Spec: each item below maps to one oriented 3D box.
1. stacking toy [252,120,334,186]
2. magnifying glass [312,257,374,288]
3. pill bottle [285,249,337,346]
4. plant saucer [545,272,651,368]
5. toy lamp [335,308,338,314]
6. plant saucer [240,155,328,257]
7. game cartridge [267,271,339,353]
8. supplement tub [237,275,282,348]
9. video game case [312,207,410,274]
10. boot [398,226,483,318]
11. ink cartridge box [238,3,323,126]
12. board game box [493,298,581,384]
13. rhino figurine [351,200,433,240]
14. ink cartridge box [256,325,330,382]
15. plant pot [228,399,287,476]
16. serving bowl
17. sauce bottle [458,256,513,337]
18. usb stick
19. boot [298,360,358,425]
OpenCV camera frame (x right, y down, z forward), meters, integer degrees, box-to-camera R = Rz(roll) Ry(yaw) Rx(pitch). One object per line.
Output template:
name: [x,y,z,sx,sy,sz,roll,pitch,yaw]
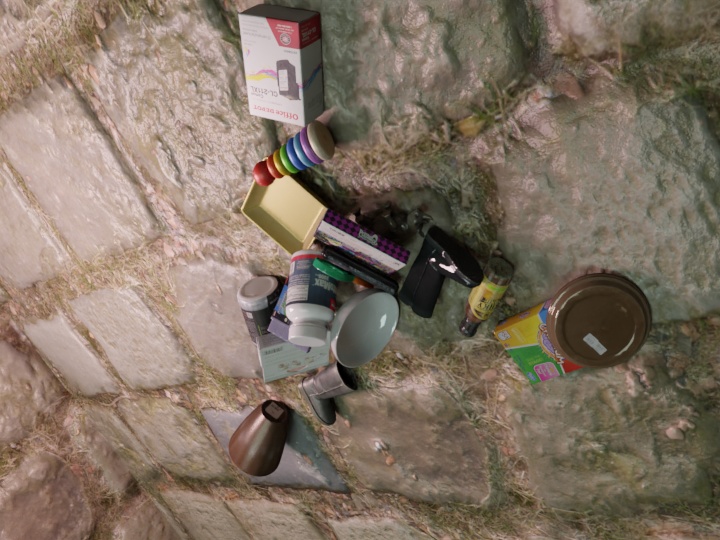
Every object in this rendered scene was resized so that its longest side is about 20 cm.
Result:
stacking toy: [-0.154,-0.242,1.304,0.196,0.086,0.087,-21,111,27]
magnifying glass: [-0.034,0.012,1.393,0.079,0.197,0.023,34,99,39]
pill bottle: [-0.114,0.066,1.421,0.115,0.207,0.120,3,161,1]
plant saucer: [0.460,0.104,1.175,0.193,0.030,0.207,5,113,11]
toy lamp: [-0.075,0.108,1.562,0.195,0.058,0.060,13,129,27]
plant saucer: [-0.171,-0.150,1.441,0.199,0.049,0.201,40,136,2]
game cartridge: [-0.145,0.086,1.529,0.127,0.038,0.205,24,95,10]
supplement tub: [-0.252,0.129,1.650,0.119,0.123,0.205,7,125,29]
video game case: [-0.002,-0.057,1.309,0.196,0.037,0.181,27,169,-6]
boot: [0.169,0.034,1.316,0.166,0.064,0.203,50,137,29]
ink cartridge box: [-0.154,-0.407,1.213,0.142,0.083,0.205,16,129,22]
board game box: [0.402,0.144,1.279,0.154,0.040,0.198,50,134,-8]
rhino figurine: [0.073,-0.101,1.302,0.195,0.061,0.088,-4,135,37]
ink cartridge box: [-0.176,0.217,1.632,0.176,0.194,0.044,96,156,-53]
plant pot: [-0.309,0.518,1.958,0.184,0.187,0.203,33,120,7]
serving bowl: [0.000,0.126,1.445,0.065,0.197,0.205,35,140,40]
sauce bottle: [0.263,0.064,1.298,0.063,0.065,0.203,28,135,12]
usb stick: [0.000,0.000,1.384,0.196,0.056,0.033,28,97,-7]
boot: [-0.074,0.352,1.744,0.197,0.073,0.184,-27,107,36]
